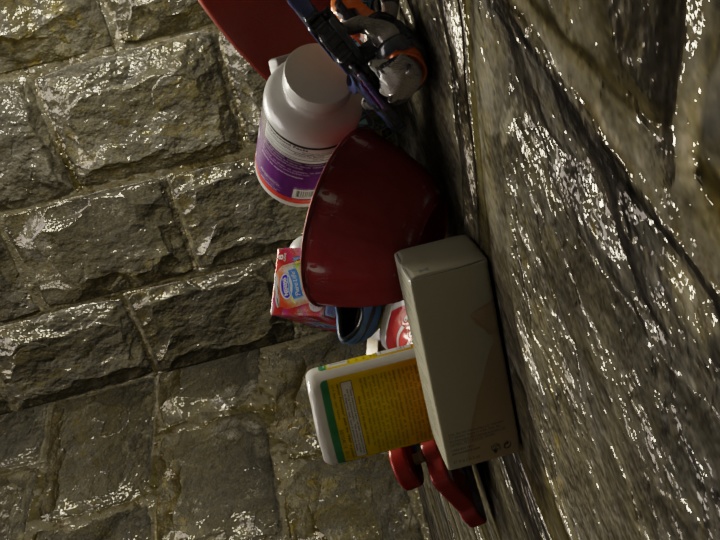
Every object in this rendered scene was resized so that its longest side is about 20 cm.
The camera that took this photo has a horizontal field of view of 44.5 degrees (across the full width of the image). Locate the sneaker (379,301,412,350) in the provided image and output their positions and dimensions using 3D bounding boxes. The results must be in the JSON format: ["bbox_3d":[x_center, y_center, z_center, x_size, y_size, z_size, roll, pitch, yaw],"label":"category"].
[{"bbox_3d":[0.079,0.034,1.129,0.112,0.070,0.203,40,131,56],"label":"sneaker"}]

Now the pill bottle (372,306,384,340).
[{"bbox_3d":[0.040,-0.012,1.251,0.114,0.112,0.204,-129,25,-85],"label":"pill bottle"}]

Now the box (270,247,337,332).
[{"bbox_3d":[-0.043,0.034,1.321,0.199,0.094,0.102,22,-109,-61],"label":"box"}]

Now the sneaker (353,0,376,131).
[{"bbox_3d":[0.006,-0.263,1.126,0.079,0.094,0.204,10,-89,-82],"label":"sneaker"}]

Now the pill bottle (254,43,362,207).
[{"bbox_3d":[-0.061,-0.165,1.007,0.201,0.110,0.114,113,145,-63],"label":"pill bottle"}]

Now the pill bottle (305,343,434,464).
[{"bbox_3d":[0.043,0.148,1.024,0.113,0.196,0.115,166,90,-87],"label":"pill bottle"}]

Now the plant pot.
[{"bbox_3d":[-0.099,-0.389,1.258,0.201,0.197,0.178,-80,-30,-54],"label":"plant pot"}]

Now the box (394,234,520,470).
[{"bbox_3d":[0.094,0.078,0.860,0.095,0.076,0.203,-110,7,-70],"label":"box"}]

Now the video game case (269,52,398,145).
[{"bbox_3d":[-0.029,-0.214,1.191,0.022,0.199,0.185,3,113,42],"label":"video game case"}]

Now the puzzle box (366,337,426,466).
[{"bbox_3d":[0.061,0.175,1.308,0.132,0.025,0.203,27,-126,-36],"label":"puzzle box"}]

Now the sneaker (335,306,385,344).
[{"bbox_3d":[0.000,0.000,1.167,0.078,0.065,0.204,-19,-63,-63],"label":"sneaker"}]

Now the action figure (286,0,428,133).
[{"bbox_3d":[0.009,-0.245,0.872,0.200,0.104,0.195,40,-158,-49],"label":"action figure"}]

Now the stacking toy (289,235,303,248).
[{"bbox_3d":[-0.020,-0.052,1.401,0.146,0.196,0.149,166,90,-87],"label":"stacking toy"}]

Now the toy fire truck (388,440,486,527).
[{"bbox_3d":[0.111,0.237,1.218,0.168,0.111,0.202,53,-165,-42],"label":"toy fire truck"}]

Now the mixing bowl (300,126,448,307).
[{"bbox_3d":[0.028,-0.042,0.944,0.201,0.107,0.203,-51,-29,-43],"label":"mixing bowl"}]
